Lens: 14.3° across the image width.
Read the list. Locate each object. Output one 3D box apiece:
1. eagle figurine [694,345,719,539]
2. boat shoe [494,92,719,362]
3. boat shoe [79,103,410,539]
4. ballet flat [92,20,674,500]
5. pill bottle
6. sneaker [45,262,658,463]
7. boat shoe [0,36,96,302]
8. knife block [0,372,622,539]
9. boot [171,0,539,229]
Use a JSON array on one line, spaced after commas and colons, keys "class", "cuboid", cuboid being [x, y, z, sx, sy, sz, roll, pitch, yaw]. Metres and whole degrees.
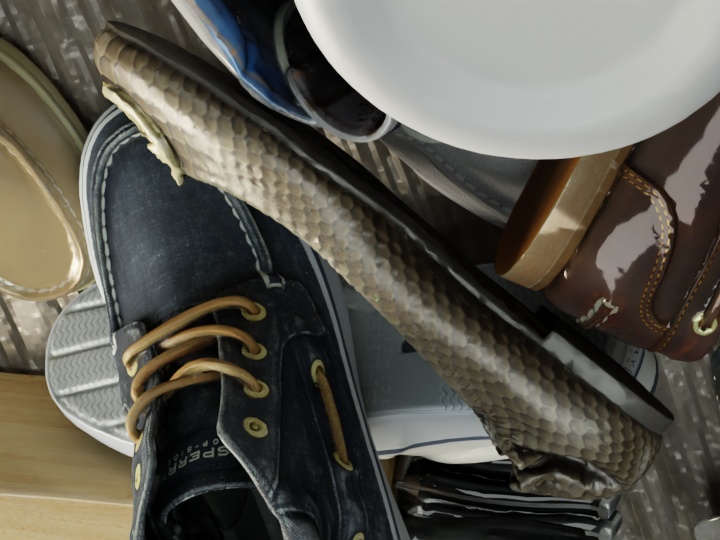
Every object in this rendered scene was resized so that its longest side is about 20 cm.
[{"class": "eagle figurine", "cuboid": [0.173, 0.046, 0.877, 0.152, 0.151, 0.201, 21, 92, -54]}, {"class": "boat shoe", "cuboid": [0.112, -0.070, 0.796, 0.070, 0.070, 0.200, 26, 105, -7]}, {"class": "boat shoe", "cuboid": [-0.040, 0.035, 0.829, 0.071, 0.091, 0.201, -26, 78, 15]}, {"class": "ballet flat", "cuboid": [0.000, 0.000, 0.818, 0.200, 0.067, 0.046, 37, 98, -3]}, {"class": "pill bottle", "cuboid": [0.047, -0.127, 0.706, 0.115, 0.200, 0.116, 3, 127, 4]}, {"class": "sneaker", "cuboid": [-0.002, 0.036, 0.909, 0.199, 0.073, 0.071, 1, 159, 23]}, {"class": "boat shoe", "cuboid": [-0.152, -0.053, 0.865, 0.072, 0.065, 0.200, -31, 117, 25]}, {"class": "knife block", "cuboid": [-0.020, 0.077, 0.942, 0.175, 0.064, 0.200, -36, 113, 27]}, {"class": "boot", "cuboid": [0.008, -0.057, 0.823, 0.073, 0.096, 0.200, -37, 114, 28]}]
